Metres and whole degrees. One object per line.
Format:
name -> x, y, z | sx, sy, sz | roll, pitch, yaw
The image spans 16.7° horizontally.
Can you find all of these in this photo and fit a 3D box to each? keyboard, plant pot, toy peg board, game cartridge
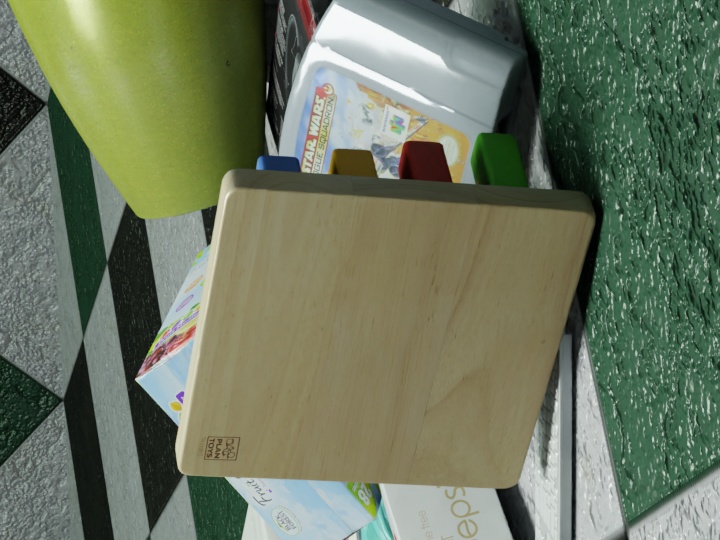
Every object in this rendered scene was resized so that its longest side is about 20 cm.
keyboard -> 0.108, 0.115, 1.402 | 0.056, 0.011, 0.202 | -128, 34, -65
plant pot -> -0.138, -0.146, 1.699 | 0.187, 0.186, 0.201 | -147, 40, -72
toy peg board -> 0.005, 0.012, 1.353 | 0.098, 0.197, 0.201 | -102, 20, -51
game cartridge -> 0.017, -0.066, 1.428 | 0.042, 0.132, 0.201 | -46, -26, -51

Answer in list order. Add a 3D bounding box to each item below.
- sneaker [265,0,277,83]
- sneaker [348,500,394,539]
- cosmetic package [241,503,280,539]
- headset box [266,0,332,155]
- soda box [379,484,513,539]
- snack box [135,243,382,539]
sneaker -> -0.053, -0.226, 1.748 | 0.088, 0.081, 0.202 | 179, 84, -78
sneaker -> 0.031, 0.209, 1.643 | 0.080, 0.077, 0.202 | 155, 107, -66
cosmetic package -> -0.049, 0.258, 1.975 | 0.201, 0.080, 0.114 | 102, 157, -56
headset box -> -0.007, -0.125, 1.618 | 0.201, 0.077, 0.150 | 101, 158, -49
soda box -> 0.066, 0.192, 1.471 | 0.064, 0.068, 0.201 | 77, 176, -49
snack box -> -0.051, 0.072, 1.605 | 0.169, 0.068, 0.200 | 49, -157, -12
